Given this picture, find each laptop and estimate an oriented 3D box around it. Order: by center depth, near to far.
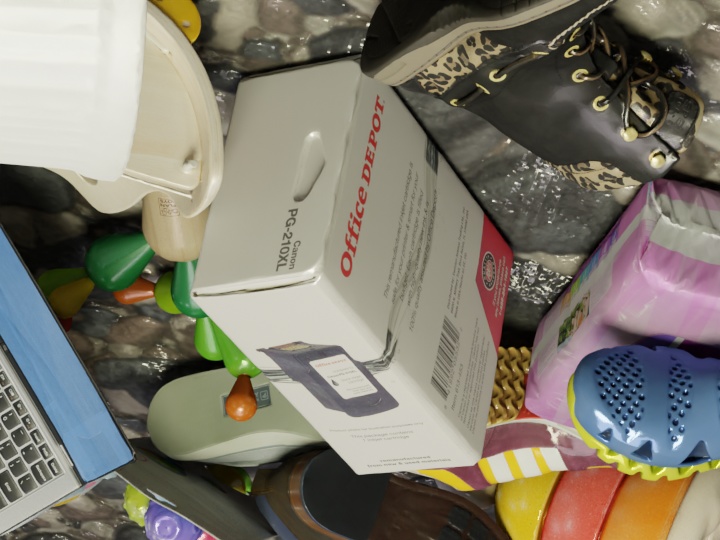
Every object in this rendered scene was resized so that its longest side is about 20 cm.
[{"bbox_3d":[-0.240,0.065,1.544,0.199,0.188,0.116,-30,180,13],"label":"laptop"}]

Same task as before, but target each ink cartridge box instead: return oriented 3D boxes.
[{"bbox_3d":[0.000,0.000,1.477,0.084,0.145,0.200,-7,145,27],"label":"ink cartridge box"}]

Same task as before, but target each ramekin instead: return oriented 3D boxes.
[{"bbox_3d":[-0.157,-0.142,1.223,0.097,0.201,0.201,1,151,-13],"label":"ramekin"}]

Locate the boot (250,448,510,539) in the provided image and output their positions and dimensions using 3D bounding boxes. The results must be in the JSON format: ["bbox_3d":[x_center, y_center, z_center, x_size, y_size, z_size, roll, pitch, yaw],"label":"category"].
[{"bbox_3d":[0.022,0.172,1.727,0.200,0.075,0.097,36,160,-23],"label":"boot"}]

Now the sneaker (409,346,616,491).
[{"bbox_3d":[0.097,0.094,1.646,0.199,0.075,0.090,8,145,-22],"label":"sneaker"}]

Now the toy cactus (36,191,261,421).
[{"bbox_3d":[-0.105,0.003,1.584,0.199,0.103,0.165,10,141,17],"label":"toy cactus"}]

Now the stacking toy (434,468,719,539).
[{"bbox_3d":[0.136,0.154,1.737,0.199,0.146,0.146,19,152,18],"label":"stacking toy"}]

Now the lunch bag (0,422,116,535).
[{"bbox_3d":[-0.262,0.103,1.699,0.199,0.128,0.170,11,-173,10],"label":"lunch bag"}]

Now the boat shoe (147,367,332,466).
[{"bbox_3d":[-0.037,0.085,1.720,0.200,0.070,0.071,-10,165,26],"label":"boat shoe"}]

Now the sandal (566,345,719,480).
[{"bbox_3d":[0.209,0.071,1.461,0.199,0.080,0.087,7,147,-15],"label":"sandal"}]

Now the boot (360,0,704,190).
[{"bbox_3d":[0.110,-0.109,1.333,0.150,0.073,0.200,30,148,-27],"label":"boot"}]

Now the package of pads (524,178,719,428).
[{"bbox_3d":[0.181,0.029,1.536,0.120,0.076,0.200,17,149,-8],"label":"package of pads"}]

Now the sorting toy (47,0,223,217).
[{"bbox_3d":[-0.177,-0.084,1.451,0.199,0.107,0.180,17,156,-9],"label":"sorting toy"}]

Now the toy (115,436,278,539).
[{"bbox_3d":[-0.112,0.155,1.741,0.115,0.047,0.200,32,-172,10],"label":"toy"}]
